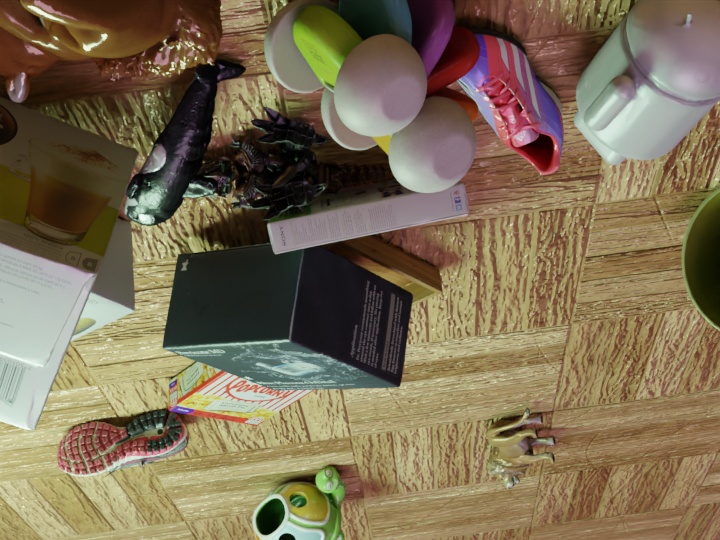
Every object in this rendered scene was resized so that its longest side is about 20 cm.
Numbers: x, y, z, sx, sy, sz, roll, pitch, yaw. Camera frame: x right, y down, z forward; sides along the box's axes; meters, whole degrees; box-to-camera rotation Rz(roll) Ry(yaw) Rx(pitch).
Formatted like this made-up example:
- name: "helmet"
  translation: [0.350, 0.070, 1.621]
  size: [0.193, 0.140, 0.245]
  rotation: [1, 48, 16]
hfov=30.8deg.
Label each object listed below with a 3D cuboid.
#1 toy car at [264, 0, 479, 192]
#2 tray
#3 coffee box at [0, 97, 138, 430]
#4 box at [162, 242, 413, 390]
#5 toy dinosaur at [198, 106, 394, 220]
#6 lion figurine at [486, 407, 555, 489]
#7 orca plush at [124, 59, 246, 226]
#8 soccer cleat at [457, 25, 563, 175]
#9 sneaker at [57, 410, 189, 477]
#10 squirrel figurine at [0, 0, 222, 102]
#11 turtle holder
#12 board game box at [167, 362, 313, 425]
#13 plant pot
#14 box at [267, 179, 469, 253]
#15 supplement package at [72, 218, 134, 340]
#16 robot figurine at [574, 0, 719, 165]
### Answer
- name: "toy car"
  translation: [0.030, -0.175, 1.118]
  size: [0.150, 0.175, 0.200]
  rotation: [-49, 132, -2]
- name: "tray"
  translation: [0.000, 0.000, 1.559]
  size: [0.098, 0.037, 0.199]
  rotation: [-25, 149, 31]
- name: "coffee box"
  translation: [-0.335, -0.018, 1.166]
  size: [0.198, 0.198, 0.201]
  rotation: [21, 126, -12]
- name: "box"
  translation: [-0.080, 0.056, 1.468]
  size: [0.196, 0.118, 0.199]
  rotation: [-6, 158, 39]
- name: "toy dinosaur"
  translation: [-0.074, -0.102, 1.311]
  size: [0.199, 0.103, 0.136]
  rotation: [-22, 175, -4]
- name: "lion figurine"
  translation: [0.248, 0.283, 2.145]
  size: [0.122, 0.073, 0.200]
  rotation: [-8, 140, 19]
- name: "orca plush"
  translation: [-0.156, -0.107, 1.237]
  size: [0.071, 0.105, 0.201]
  rotation: [34, 112, -2]
- name: "soccer cleat"
  translation: [0.141, -0.161, 1.240]
  size: [0.068, 0.074, 0.200]
  rotation: [-20, 150, 25]
- name: "sneaker"
  translation: [-0.351, 0.266, 1.937]
  size: [0.198, 0.081, 0.075]
  rotation: [-10, 155, 4]
- name: "squirrel figurine"
  translation: [-0.214, -0.195, 1.027]
  size: [0.199, 0.143, 0.186]
  rotation: [19, 150, -36]
- name: "turtle holder"
  translation: [-0.100, 0.428, 2.244]
  size: [0.185, 0.142, 0.131]
  rotation: [-22, 148, 29]
- name: "board game box"
  translation: [-0.150, 0.148, 1.794]
  size: [0.151, 0.047, 0.200]
  rotation: [14, 146, -36]
- name: "plant pot"
  translation: [0.506, -0.011, 1.537]
  size: [0.186, 0.188, 0.199]
  rotation: [-27, 162, 34]
- name: "box"
  translation: [0.005, -0.062, 1.343]
  size: [0.198, 0.037, 0.144]
  rotation: [-10, -170, 0]
- name: "supplement package"
  translation: [-0.354, 0.014, 1.416]
  size: [0.199, 0.110, 0.113]
  rotation: [-24, 149, 29]
- name: "robot figurine"
  translation: [0.272, -0.179, 1.193]
  size: [0.169, 0.113, 0.200]
  rotation: [-36, 169, -33]
